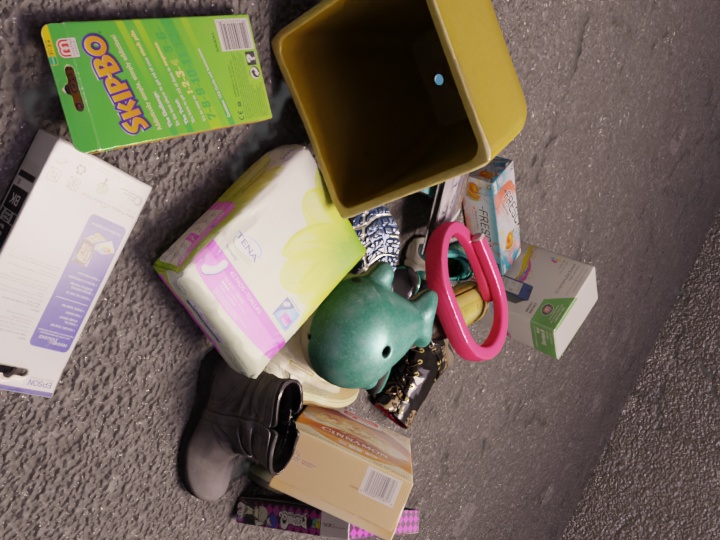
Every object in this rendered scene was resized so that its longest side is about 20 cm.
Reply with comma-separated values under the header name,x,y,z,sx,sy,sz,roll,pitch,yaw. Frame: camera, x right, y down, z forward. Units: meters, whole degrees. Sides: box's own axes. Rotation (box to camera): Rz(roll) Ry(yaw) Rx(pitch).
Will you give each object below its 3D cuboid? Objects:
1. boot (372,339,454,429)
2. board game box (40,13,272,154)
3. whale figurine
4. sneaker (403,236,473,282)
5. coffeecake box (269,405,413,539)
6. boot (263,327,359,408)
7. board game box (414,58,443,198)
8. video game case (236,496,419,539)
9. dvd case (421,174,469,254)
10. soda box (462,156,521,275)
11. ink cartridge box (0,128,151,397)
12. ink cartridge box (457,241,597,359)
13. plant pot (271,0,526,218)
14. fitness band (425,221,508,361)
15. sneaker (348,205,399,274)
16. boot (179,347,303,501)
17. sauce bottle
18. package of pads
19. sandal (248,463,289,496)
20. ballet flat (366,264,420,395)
name,x,y,z,sx,sy,sz,roll,pitch,yaw
boot,0.076,0.155,1.068,0.152,0.072,0.201,-55,149,-16
board game box,-0.165,-0.162,0.570,0.198,0.030,0.098,-25,107,-47
whale figurine,0.027,0.072,0.797,0.197,0.103,0.163,-2,108,-38
sneaker,0.144,-0.006,1.055,0.198,0.079,0.079,-5,114,-53
coffeecake box,-0.017,0.237,0.843,0.200,0.151,0.074,3,110,-87
boot,-0.047,0.090,0.862,0.198,0.071,0.158,17,94,-53
board game box,0.084,-0.212,0.883,0.150,0.046,0.204,13,99,-56
video game case,-0.039,0.335,0.921,0.199,0.178,0.037,29,61,-56
dvd case,0.137,-0.137,0.962,0.149,0.016,0.203,-48,155,-54
soda box,0.215,-0.091,1.108,0.064,0.068,0.202,-45,139,-26
ink cartridge box,-0.259,-0.002,0.553,0.099,0.039,0.203,31,82,-55
ink cartridge box,0.286,0.039,1.168,0.146,0.198,0.088,-49,138,-21
plant pot,0.066,-0.197,0.701,0.199,0.192,0.199,-30,101,-47
fitness band,0.152,0.029,0.944,0.144,0.037,0.203,-45,117,-46
sneaker,0.000,0.000,0.869,0.076,0.085,0.204,-14,116,-27
boot,-0.133,0.195,0.752,0.069,0.130,0.204,-14,120,-49
sauce bottle,0.119,0.064,0.976,0.198,0.065,0.067,-17,123,-50
package of pads,-0.099,-0.016,0.706,0.200,0.067,0.156,-48,126,-26
sandal,-0.072,0.279,0.935,0.200,0.078,0.059,32,70,-55
ballet flat,0.022,0.083,0.964,0.072,0.072,0.204,-4,118,-52
